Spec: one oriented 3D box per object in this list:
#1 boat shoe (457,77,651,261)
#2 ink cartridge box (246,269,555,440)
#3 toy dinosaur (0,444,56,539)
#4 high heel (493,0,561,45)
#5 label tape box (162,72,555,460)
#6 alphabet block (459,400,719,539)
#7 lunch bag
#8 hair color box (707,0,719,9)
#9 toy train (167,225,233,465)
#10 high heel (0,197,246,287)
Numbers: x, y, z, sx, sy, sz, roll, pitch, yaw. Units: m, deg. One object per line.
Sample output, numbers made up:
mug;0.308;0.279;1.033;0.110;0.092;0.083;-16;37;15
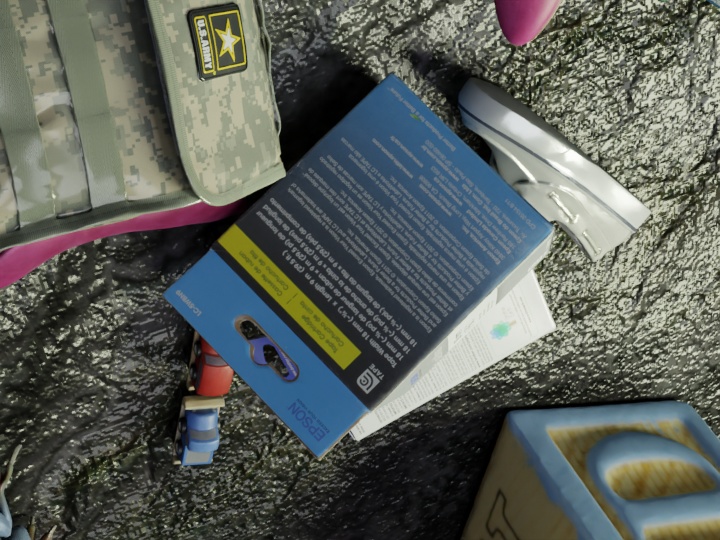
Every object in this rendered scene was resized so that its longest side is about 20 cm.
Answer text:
boat shoe;0.123;-0.063;0.983;0.066;0.072;0.200;-50;138;10
ink cartridge box;0.019;0.025;0.992;0.200;0.076;0.137;-30;131;-3
toy dinosaur;-0.243;0.176;0.941;0.105;0.200;0.182;-38;166;-15
high heel;0.078;-0.225;0.826;0.096;0.067;0.201;-12;125;-30
label tape box;0.000;0.000;0.891;0.200;0.144;0.063;-44;169;-6
alphabet block;0.210;0.246;1.176;0.195;0.197;0.201;0;125;-24
lunch bag;-0.137;-0.108;0.757;0.199;0.118;0.165;-16;103;-22
hair color box;0.225;-0.224;0.873;0.200;0.060;0.100;18;92;-43
toy train;-0.101;0.061;0.981;0.034;0.046;0.201;-2;126;-24
high heel;-0.165;-0.020;0.867;0.200;0.067;0.096;-39;126;-9
